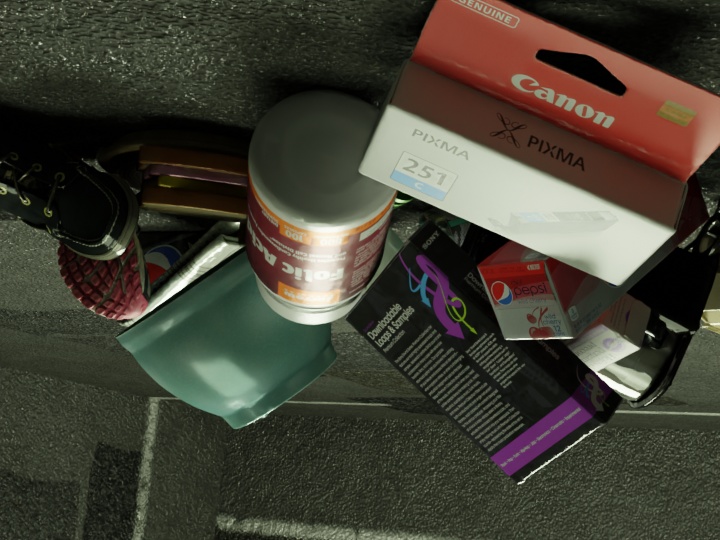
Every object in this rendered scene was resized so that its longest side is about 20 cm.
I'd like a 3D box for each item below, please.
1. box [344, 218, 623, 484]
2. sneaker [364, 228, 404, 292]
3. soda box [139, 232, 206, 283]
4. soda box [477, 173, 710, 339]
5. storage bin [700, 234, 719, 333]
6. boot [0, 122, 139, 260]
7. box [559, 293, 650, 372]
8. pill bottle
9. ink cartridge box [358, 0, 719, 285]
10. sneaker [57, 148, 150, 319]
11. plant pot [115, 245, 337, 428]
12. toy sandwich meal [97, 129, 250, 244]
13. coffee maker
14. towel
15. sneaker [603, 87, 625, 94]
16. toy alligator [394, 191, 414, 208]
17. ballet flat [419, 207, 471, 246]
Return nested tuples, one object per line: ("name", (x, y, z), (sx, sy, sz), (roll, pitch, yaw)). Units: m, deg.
("box", (0.090, 0.067, 1.066), (0.200, 0.036, 0.143), (42, 146, 2))
("sneaker", (0.000, 0.000, 1.293), (0.200, 0.085, 0.073), (38, 155, -12))
("soda box", (-0.211, -0.006, 1.578), (0.198, 0.064, 0.071), (0, 167, 26))
("soda box", (0.178, -0.023, 1.019), (0.070, 0.064, 0.200), (-6, -157, 47))
("storage bin", (0.445, 0.018, 1.286), (0.199, 0.095, 0.198), (-4, 164, 42))
("boot", (-0.287, -0.077, 1.122), (0.153, 0.074, 0.203), (21, -174, -46))
("box", (0.150, 0.072, 1.087), (0.039, 0.042, 0.200), (32, 144, -14))
("pill bottle", (-0.033, -0.041, 1.064), (0.113, 0.115, 0.200), (6, 154, -2))
("ink cartridge box", (0.112, -0.079, 0.856), (0.199, 0.045, 0.176), (23, 153, -3))
("sneaker", (-0.224, -0.032, 1.210), (0.081, 0.200, 0.075), (-44, 138, 13))
("plant pot", (-0.104, 0.058, 1.253), (0.200, 0.135, 0.200), (-34, -175, 4))
("toy sandwich meal", (-0.140, -0.068, 1.205), (0.203, 0.071, 0.205), (6, 169, 1))
("coffee maker", (0.189, -0.006, 1.168), (0.199, 0.193, 0.135), (27, 144, -1))
("towel", (-0.131, 0.018, 1.476), (0.200, 0.035, 0.192), (-41, 146, 23))
("sneaker", (0.152, -0.078, 0.990), (0.145, 0.078, 0.202), (7, 168, 8))
("toy alligator", (0.016, -0.075, 1.135), (0.059, 0.055, 0.200), (11, 168, -21))
("ballet flat", (0.095, -0.022, 1.347), (0.071, 0.073, 0.200), (5, 169, 3))
